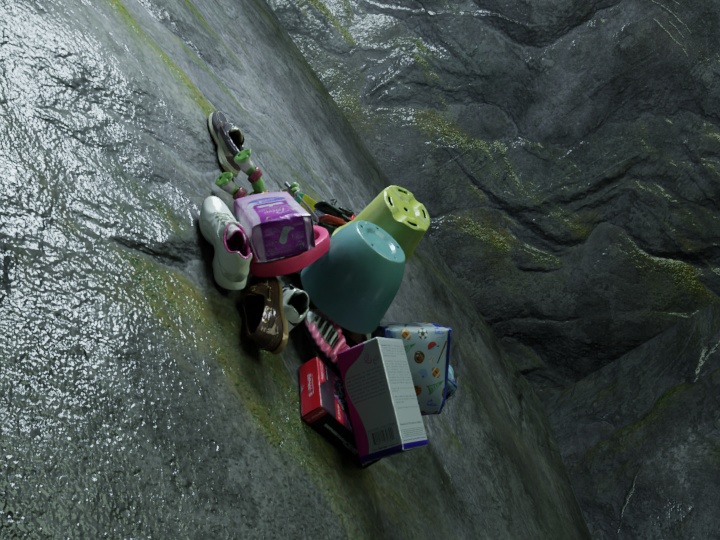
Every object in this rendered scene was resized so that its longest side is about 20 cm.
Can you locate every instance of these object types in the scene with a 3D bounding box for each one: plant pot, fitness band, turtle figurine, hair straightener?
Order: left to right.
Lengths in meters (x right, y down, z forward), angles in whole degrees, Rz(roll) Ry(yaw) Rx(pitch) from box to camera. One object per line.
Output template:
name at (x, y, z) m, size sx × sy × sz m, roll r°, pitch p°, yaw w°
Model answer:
turtle figurine at (-0.196, -0.144, 1.409) m, size 0.195 × 0.142 × 0.202 m, roll 49°, pitch 13°, yaw -34°
fitness band at (-0.142, -0.040, 1.304) m, size 0.200 × 0.140 × 0.038 m, roll -41°, pitch 132°, yaw -53°
hair straightener at (-0.045, -0.142, 1.646) m, size 0.198 × 0.040 × 0.079 m, roll 11°, pitch 62°, yaw -53°
plant pot at (0.000, 0.000, 1.388) m, size 0.198 × 0.162 × 0.202 m, roll 31°, pitch 24°, yaw -16°
plant pot at (0.057, -0.083, 1.541) m, size 0.197 × 0.185 × 0.204 m, roll 24°, pitch 39°, yaw -21°

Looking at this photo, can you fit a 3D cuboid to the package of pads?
package of pads at (-0.167, -0.090, 1.280) m, size 0.200 × 0.117 × 0.078 m, roll -134°, pitch -146°, yaw -62°

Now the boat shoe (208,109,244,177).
boat shoe at (-0.297, -0.301, 1.544) m, size 0.072 × 0.064 × 0.203 m, roll 37°, pitch 25°, yaw -48°

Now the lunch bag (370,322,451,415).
lunch bag at (0.104, 0.221, 1.494) m, size 0.124 × 0.165 × 0.207 m, roll -170°, pitch -99°, yaw -74°

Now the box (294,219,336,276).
box at (-0.090, -0.039, 1.555) m, size 0.196 × 0.046 × 0.161 m, roll 24°, pitch 39°, yaw -23°

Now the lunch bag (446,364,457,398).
lunch bag at (0.129, 0.255, 1.644) m, size 0.200 × 0.159 × 0.083 m, roll 46°, pitch 23°, yaw -29°

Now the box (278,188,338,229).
box at (-0.112, -0.133, 1.689) m, size 0.198 × 0.049 × 0.116 m, roll 29°, pitch -8°, yaw -41°

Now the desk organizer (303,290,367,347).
desk organizer at (-0.060, 0.124, 1.461) m, size 0.200 × 0.071 × 0.078 m, roll 45°, pitch 21°, yaw -40°

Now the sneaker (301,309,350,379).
sneaker at (-0.059, 0.172, 1.357) m, size 0.202 × 0.095 × 0.079 m, roll 53°, pitch 48°, yaw -3°

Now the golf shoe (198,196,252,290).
golf shoe at (-0.235, -0.066, 1.209) m, size 0.074 × 0.092 × 0.203 m, roll -1°, pitch 53°, yaw -36°

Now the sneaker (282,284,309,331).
sneaker at (-0.130, 0.068, 1.318) m, size 0.075 × 0.088 × 0.201 m, roll 51°, pitch 15°, yaw -13°

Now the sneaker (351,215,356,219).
sneaker at (-0.055, -0.122, 1.856) m, size 0.078 × 0.115 × 0.202 m, roll 39°, pitch 18°, yaw -47°

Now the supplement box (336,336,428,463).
supplement box at (0.040, 0.238, 1.253) m, size 0.102 × 0.100 × 0.205 m, roll 11°, pitch 61°, yaw -56°

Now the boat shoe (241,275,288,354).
boat shoe at (-0.177, 0.061, 1.202) m, size 0.070 × 0.071 × 0.201 m, roll 31°, pitch 19°, yaw -33°

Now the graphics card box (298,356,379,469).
graphics card box at (-0.038, 0.271, 1.278) m, size 0.201 × 0.050 × 0.127 m, roll 49°, pitch 17°, yaw -33°
